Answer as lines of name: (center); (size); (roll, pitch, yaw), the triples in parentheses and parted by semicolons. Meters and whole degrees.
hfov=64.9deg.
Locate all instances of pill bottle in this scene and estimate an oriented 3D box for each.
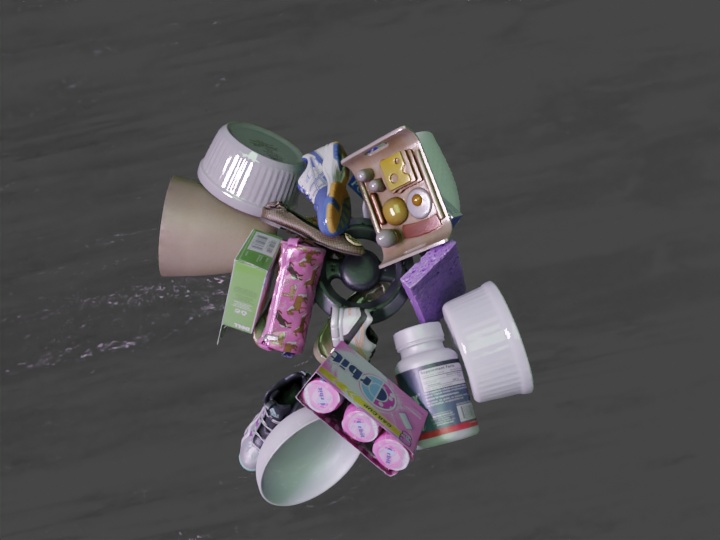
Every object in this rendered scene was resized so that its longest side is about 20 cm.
pill bottle: (0.125, 0.200, 0.998); (0.118, 0.120, 0.202); (-14, 73, -2)

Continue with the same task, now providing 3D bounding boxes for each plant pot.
plant pot: (-0.259, -0.069, 1.068); (0.198, 0.187, 0.189); (8, 74, -10)

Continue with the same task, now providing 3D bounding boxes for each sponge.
sponge: (0.135, 0.027, 1.008); (0.112, 0.200, 0.030); (-46, 61, -9)

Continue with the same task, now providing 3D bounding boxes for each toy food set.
toy food set: (0.055, -0.120, 0.948); (0.143, 0.060, 0.202); (-22, 87, 35)

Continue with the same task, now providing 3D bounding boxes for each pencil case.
pencil case: (-0.117, 0.043, 0.972); (0.082, 0.087, 0.202); (14, 95, -8)

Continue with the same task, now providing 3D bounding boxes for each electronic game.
electronic game: (0.000, 0.000, 1.031); (0.198, 0.042, 0.202); (1, 75, -3)

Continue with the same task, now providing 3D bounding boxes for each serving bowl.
serving bowl: (-0.090, 0.297, 0.955); (0.200, 0.201, 0.066); (-38, 46, -9)

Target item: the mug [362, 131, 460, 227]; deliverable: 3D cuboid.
mug: (0.091, -0.138, 1.096); (0.199, 0.147, 0.177); (-30, 81, 24)

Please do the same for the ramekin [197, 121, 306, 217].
ramekin: (-0.195, -0.195, 1.068); (0.199, 0.200, 0.106); (35, 115, 10)

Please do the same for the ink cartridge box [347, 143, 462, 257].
ink cartridge box: (0.075, -0.126, 0.998); (0.200, 0.044, 0.094); (46, 122, 18)

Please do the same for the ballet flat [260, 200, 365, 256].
ballet flat: (-0.081, -0.075, 0.991); (0.198, 0.067, 0.047); (22, 94, 8)

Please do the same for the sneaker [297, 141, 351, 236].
sneaker: (-0.067, -0.135, 0.997); (0.087, 0.075, 0.201); (-13, 51, 17)

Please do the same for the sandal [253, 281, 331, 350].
sandal: (-0.132, 0.067, 1.073); (0.080, 0.054, 0.201); (34, 67, 3)

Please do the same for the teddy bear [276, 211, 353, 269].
teddy bear: (-0.077, -0.055, 1.078); (0.199, 0.067, 0.145); (-37, 77, -26)

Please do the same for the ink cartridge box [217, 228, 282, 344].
ink cartridge box: (-0.196, 0.039, 1.007); (0.059, 0.201, 0.104); (19, 35, -3)

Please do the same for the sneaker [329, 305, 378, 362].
sneaker: (-0.006, 0.152, 0.992); (0.079, 0.202, 0.074); (-5, 30, 1)

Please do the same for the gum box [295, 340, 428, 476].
gum box: (0.010, 0.217, 0.895); (0.200, 0.114, 0.066); (39, 116, 3)

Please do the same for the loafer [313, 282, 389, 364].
loafer: (-0.018, 0.088, 1.060); (0.075, 0.068, 0.201); (35, 78, 11)

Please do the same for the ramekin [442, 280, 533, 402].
ramekin: (0.214, 0.128, 0.980); (0.097, 0.201, 0.202); (-19, 74, 3)

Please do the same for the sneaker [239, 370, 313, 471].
sneaker: (-0.153, 0.253, 0.978); (0.077, 0.140, 0.201); (30, 76, 11)
